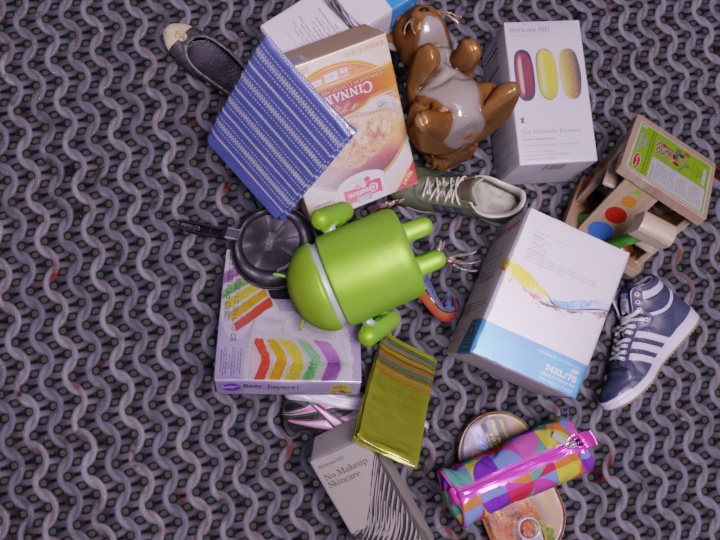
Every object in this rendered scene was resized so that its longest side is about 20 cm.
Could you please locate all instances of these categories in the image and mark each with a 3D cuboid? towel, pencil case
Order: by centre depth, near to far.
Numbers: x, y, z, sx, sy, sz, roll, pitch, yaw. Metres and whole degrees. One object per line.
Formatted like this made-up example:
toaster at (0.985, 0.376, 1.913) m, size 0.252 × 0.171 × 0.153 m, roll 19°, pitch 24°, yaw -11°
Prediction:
towel at (-0.099, -0.157, 0.814) m, size 0.145 × 0.200 × 0.024 m, roll 47°, pitch 50°, yaw -2°
towel at (0.049, 0.158, 0.885) m, size 0.086 × 0.200 × 0.018 m, roll 24°, pitch 123°, yaw -2°
pencil case at (0.198, 0.253, 0.888) m, size 0.199 × 0.088 × 0.089 m, roll -23°, pitch 85°, yaw -7°

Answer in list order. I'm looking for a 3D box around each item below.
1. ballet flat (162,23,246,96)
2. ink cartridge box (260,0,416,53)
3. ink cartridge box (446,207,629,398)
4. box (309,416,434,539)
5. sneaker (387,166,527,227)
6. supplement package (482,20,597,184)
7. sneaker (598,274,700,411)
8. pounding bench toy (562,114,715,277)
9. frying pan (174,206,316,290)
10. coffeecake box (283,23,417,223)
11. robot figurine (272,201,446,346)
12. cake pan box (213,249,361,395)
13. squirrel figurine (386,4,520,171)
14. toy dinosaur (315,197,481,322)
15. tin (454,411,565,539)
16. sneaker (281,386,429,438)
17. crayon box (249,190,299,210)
ballet flat at (-0.190, -0.283, 0.971) m, size 0.200 × 0.057 × 0.067 m, roll 37°, pitch 80°, yaw 0°
ink cartridge box at (-0.032, -0.319, 0.946) m, size 0.200 × 0.146 × 0.084 m, roll -34°, pitch 86°, yaw -9°
ink cartridge box at (0.229, 0.046, 0.922) m, size 0.146 × 0.147 × 0.201 m, roll 24°, pitch 81°, yaw -1°
box at (0.018, 0.289, 0.875) m, size 0.082 × 0.068 × 0.200 m, roll -27°, pitch 103°, yaw 9°
sneaker at (0.137, -0.111, 0.962) m, size 0.199 × 0.090 × 0.067 m, roll 13°, pitch 82°, yaw -3°
supplement package at (0.247, -0.232, 0.979) m, size 0.113 × 0.110 × 0.201 m, roll -5°, pitch 83°, yaw -6°
sneaker at (0.373, 0.093, 0.967) m, size 0.200 × 0.070 × 0.109 m, roll -43°, pitch 93°, yaw -16°
pounding bench toy at (0.352, -0.070, 0.919) m, size 0.124 × 0.156 × 0.200 m, roll 33°, pitch 50°, yaw 0°
frying pan at (-0.143, -0.054, 0.911) m, size 0.190 × 0.031 × 0.115 m, roll 36°, pitch 81°, yaw 12°
coffeecake box at (-0.027, -0.181, 0.872) m, size 0.153 × 0.073 × 0.201 m, roll -23°, pitch 124°, yaw -10°
robot figurine at (0.000, 0.000, 0.842) m, size 0.199 × 0.116 × 0.176 m, roll -23°, pitch 94°, yaw 1°
cake pan box at (-0.090, 0.063, 0.907) m, size 0.183 × 0.052 × 0.201 m, roll 4°, pitch 58°, yaw -6°
squirrel figurine at (0.098, -0.243, 0.925) m, size 0.141 × 0.200 × 0.187 m, roll -24°, pitch 71°, yaw -4°
toy dinosaur at (0.062, -0.007, 0.952) m, size 0.199 × 0.105 × 0.182 m, roll -15°, pitch 94°, yaw 9°
tin at (0.201, 0.288, 0.943) m, size 0.112 × 0.042 × 0.201 m, roll -21°, pitch 84°, yaw -4°
sneaker at (-0.011, 0.200, 0.924) m, size 0.199 × 0.080 × 0.087 m, roll 13°, pitch 93°, yaw 4°
crayon box at (-0.067, -0.168, 0.940) m, size 0.199 × 0.052 × 0.126 m, roll -26°, pitch 121°, yaw -9°
